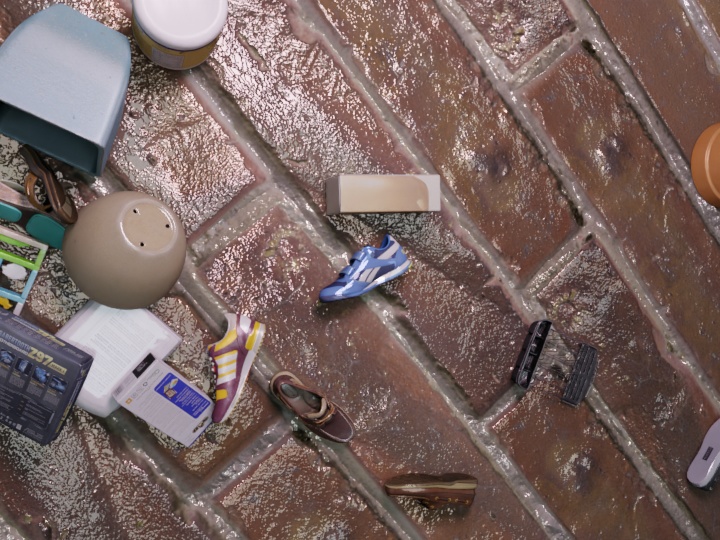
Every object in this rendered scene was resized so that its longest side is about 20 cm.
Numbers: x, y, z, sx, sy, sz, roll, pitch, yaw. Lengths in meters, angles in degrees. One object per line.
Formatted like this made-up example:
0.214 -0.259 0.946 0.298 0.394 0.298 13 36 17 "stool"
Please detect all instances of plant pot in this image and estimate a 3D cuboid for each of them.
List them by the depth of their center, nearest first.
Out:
-0.467 -0.298 1.130 0.196 0.196 0.200 25 74 -17 "plant pot"
-0.368 -0.050 1.154 0.200 0.134 0.200 14 64 -32 "plant pot"
0.874 -0.244 1.584 0.200 0.140 0.200 0 92 -17 "plant pot"

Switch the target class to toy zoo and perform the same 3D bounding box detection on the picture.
-0.615 0.024 1.157 0.131 0.020 0.200 24 95 -21 "toy zoo"

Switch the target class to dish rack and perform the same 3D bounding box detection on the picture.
0.425 0.202 1.501 0.200 0.055 0.154 24 86 -18 "dish rack"

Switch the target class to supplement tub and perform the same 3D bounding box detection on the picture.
-0.302 -0.416 1.165 0.145 0.200 0.146 -1 93 -17 "supplement tub"

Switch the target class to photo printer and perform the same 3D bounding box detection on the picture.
-0.436 0.140 1.212 0.166 0.069 0.200 44 80 -15 "photo printer"

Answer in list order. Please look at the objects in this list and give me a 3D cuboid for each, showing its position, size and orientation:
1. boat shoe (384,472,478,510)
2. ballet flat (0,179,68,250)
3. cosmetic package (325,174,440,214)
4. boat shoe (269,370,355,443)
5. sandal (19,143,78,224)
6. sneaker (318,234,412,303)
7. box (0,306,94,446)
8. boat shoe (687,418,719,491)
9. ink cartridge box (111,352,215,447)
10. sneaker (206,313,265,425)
0.143 0.447 1.410 0.200 0.072 0.068 6 88 -21 "boat shoe"
-0.546 -0.102 1.164 0.200 0.068 0.067 33 39 -35 "ballet flat"
0.042 -0.143 1.338 0.200 0.105 0.071 -3 93 -16 "cosmetic package"
-0.085 0.266 1.329 0.200 0.072 0.072 44 79 -15 "boat shoe"
-0.511 -0.132 1.128 0.055 0.082 0.200 -37 59 -12 "sandal"
0.000 0.000 1.349 0.200 0.074 0.082 -28 98 -22 "sneaker"
-0.554 0.166 1.136 0.200 0.051 0.158 27 102 0 "box"
0.835 0.422 1.641 0.057 0.069 0.200 38 86 -24 "boat shoe"
-0.335 0.232 1.239 0.095 0.037 0.200 -48 135 -11 "ink cartridge box"
-0.246 0.177 1.280 0.090 0.075 0.200 22 79 -9 "sneaker"
